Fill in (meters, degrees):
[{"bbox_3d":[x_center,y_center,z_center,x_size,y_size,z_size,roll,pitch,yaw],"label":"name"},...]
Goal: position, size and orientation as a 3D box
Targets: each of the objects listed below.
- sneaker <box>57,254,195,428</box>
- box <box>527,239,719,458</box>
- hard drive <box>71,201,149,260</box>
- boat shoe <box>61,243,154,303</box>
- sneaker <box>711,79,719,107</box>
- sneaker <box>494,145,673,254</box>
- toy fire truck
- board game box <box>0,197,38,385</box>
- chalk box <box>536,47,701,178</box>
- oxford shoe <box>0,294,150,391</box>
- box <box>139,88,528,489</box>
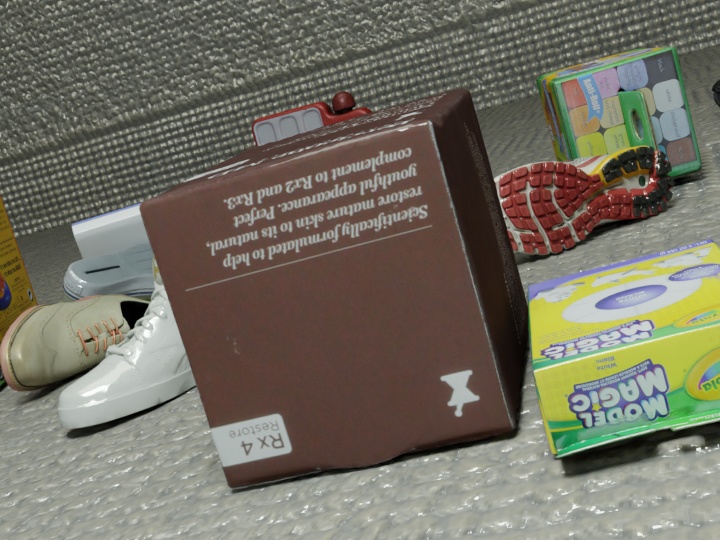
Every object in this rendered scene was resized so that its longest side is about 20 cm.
[{"bbox_3d":[-0.158,0.036,0.852,0.199,0.117,0.073,-26,16,-37],"label":"sneaker"},{"bbox_3d":[0.145,0.037,0.564,0.116,0.049,0.200,-15,12,10],"label":"box"},{"bbox_3d":[-0.235,-0.034,1.339,0.198,0.133,0.025,-18,47,-9],"label":"hard drive"},{"bbox_3d":[-0.265,0.015,1.271,0.072,0.062,0.199,44,30,27],"label":"boat shoe"},{"bbox_3d":[0.498,-0.227,1.395,0.087,0.076,0.200,-29,3,14],"label":"sneaker"},{"bbox_3d":[0.178,-0.059,0.972,0.198,0.079,0.082,-11,3,-24],"label":"sneaker"},{"bbox_3d":[-0.043,-0.155,1.533,0.198,0.170,0.112,-13,11,19],"label":"toy fire truck"},{"bbox_3d":[-0.466,0.029,1.126,0.198,0.202,0.200,-16,9,1],"label":"board game box"},{"bbox_3d":[0.259,-0.149,1.107,0.122,0.126,0.200,-15,9,7],"label":"chalk box"},{"bbox_3d":[-0.258,0.057,1.024,0.073,0.072,0.200,-9,12,21],"label":"oxford shoe"},{"bbox_3d":[0.000,0.000,0.647,0.164,0.166,0.200,-14,11,14],"label":"box"}]
